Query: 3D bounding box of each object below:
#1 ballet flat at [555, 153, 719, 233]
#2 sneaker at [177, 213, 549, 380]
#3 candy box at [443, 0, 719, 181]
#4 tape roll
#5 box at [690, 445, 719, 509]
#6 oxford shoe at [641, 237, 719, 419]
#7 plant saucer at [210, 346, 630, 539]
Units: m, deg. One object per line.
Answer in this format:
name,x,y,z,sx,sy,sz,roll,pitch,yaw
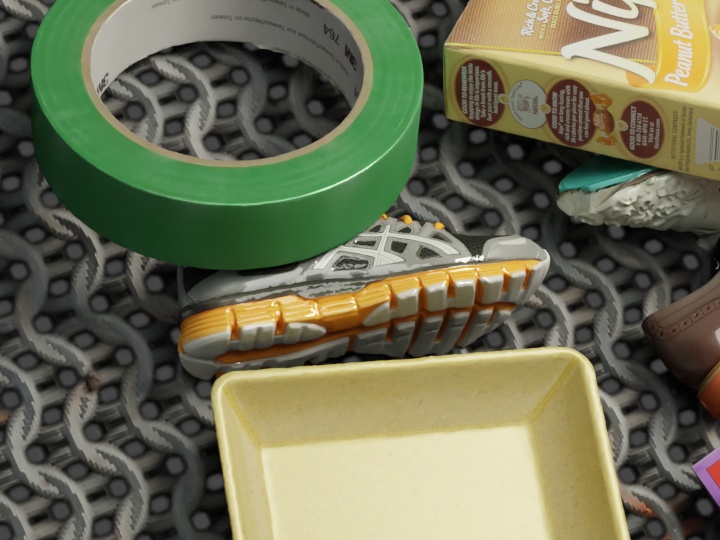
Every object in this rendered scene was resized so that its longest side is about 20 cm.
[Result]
ballet flat,0.199,-0.058,1.395,0.199,0.072,0.072,-28,75,-21
sneaker,0.000,0.000,1.312,0.199,0.078,0.078,-7,60,-16
candy box,0.155,-0.113,1.362,0.199,0.056,0.116,14,46,16
tape roll,-0.068,-0.088,1.314,0.199,0.048,0.201,3,45,-3
box,0.285,0.097,1.289,0.200,0.039,0.137,-37,63,6
oxford shoe,0.232,-0.010,1.376,0.073,0.071,0.200,43,64,14
plant saucer,0.032,0.144,1.267,0.199,0.048,0.201,-3,67,-16
